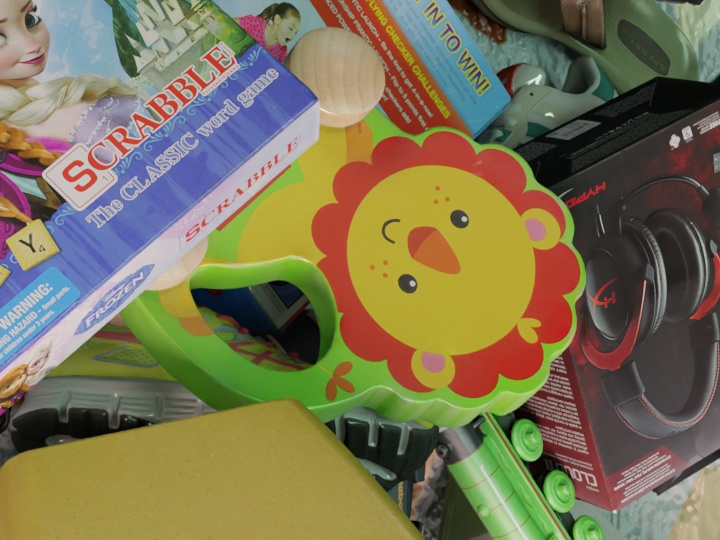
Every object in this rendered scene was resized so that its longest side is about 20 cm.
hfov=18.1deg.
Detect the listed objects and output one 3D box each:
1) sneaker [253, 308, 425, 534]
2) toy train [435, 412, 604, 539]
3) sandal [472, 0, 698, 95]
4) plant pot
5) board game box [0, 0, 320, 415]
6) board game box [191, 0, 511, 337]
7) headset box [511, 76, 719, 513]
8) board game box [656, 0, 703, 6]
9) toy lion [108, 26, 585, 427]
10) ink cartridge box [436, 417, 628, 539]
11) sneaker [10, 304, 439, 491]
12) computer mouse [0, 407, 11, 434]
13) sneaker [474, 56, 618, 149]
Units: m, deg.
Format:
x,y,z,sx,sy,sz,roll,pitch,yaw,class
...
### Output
x,y,z,sx,sy,sz,roll,pitch,yaw,class
0.000,0.112,1.155,0.079,0.078,0.201,-26,103,-30,sneaker
0.094,0.141,1.159,0.200,0.042,0.056,56,43,-10,toy train
0.133,-0.158,1.284,0.201,0.057,0.080,29,70,-33,sandal
-0.072,0.168,0.934,0.199,0.200,0.177,-10,64,-27,plant pot
-0.155,-0.067,0.963,0.199,0.041,0.200,42,70,16,board game box
-0.048,-0.104,1.126,0.196,0.056,0.200,-44,108,-31,board game box
0.147,0.019,1.185,0.148,0.075,0.201,-26,112,-26,headset box
0.095,-0.207,1.229,0.200,0.028,0.136,-1,53,-39,board game box
0.000,0.000,1.034,0.192,0.069,0.200,46,60,3,toy lion
0.118,0.196,1.229,0.200,0.048,0.146,47,35,-27,ink cartridge box
-0.060,0.054,1.069,0.199,0.078,0.091,8,48,-7,sneaker
-0.208,-0.012,1.016,0.109,0.044,0.201,-2,89,-38,computer mouse
0.074,-0.059,1.232,0.199,0.070,0.094,-24,96,-37,sneaker
